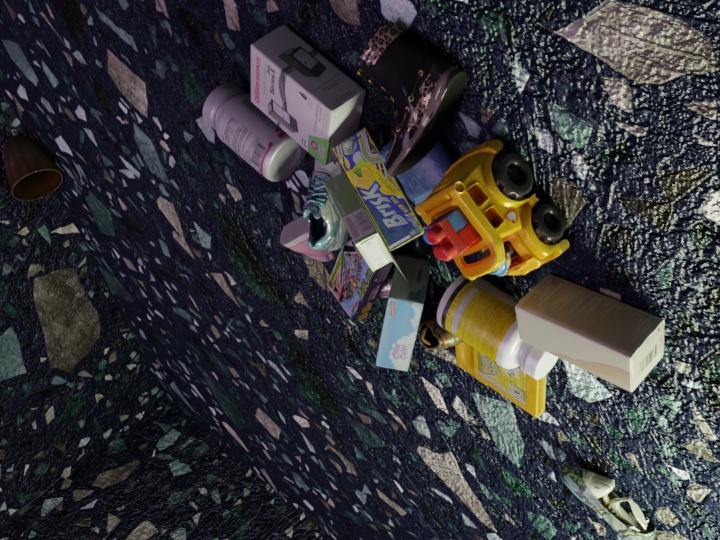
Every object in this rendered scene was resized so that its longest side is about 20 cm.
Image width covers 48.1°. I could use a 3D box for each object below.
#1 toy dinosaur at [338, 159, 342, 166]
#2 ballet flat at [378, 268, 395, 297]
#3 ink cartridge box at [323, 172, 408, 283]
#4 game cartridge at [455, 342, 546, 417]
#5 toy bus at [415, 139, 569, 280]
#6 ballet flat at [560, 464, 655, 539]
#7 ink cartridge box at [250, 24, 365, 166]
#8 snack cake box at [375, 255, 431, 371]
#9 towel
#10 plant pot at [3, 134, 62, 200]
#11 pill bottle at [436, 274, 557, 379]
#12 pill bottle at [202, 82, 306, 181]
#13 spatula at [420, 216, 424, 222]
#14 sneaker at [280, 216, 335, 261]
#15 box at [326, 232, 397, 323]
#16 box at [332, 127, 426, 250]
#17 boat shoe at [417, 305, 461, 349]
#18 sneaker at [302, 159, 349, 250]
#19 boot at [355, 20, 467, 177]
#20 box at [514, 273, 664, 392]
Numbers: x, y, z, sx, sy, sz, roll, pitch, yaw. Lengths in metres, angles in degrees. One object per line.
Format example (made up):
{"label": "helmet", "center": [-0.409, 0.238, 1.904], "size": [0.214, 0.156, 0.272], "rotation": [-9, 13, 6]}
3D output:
{"label": "toy dinosaur", "center": [0.035, -0.136, 1.459], "size": [0.200, 0.060, 0.106], "rotation": [55, 170, -33]}
{"label": "ballet flat", "center": [0.040, 0.028, 1.630], "size": [0.200, 0.062, 0.067], "rotation": [16, 138, 48]}
{"label": "ink cartridge box", "center": [0.012, -0.061, 1.402], "size": [0.146, 0.048, 0.200], "rotation": [62, -178, 31]}
{"label": "game cartridge", "center": [0.257, 0.167, 1.506], "size": [0.200, 0.032, 0.176], "rotation": [30, 147, 34]}
{"label": "toy bus", "center": [0.176, -0.056, 1.160], "size": [0.200, 0.192, 0.136], "rotation": [52, 144, -7]}
{"label": "ballet flat", "center": [0.463, 0.424, 1.492], "size": [0.200, 0.074, 0.074], "rotation": [43, 153, 10]}
{"label": "ink cartridge box", "center": [-0.096, -0.302, 1.396], "size": [0.200, 0.084, 0.146], "rotation": [42, 152, 17]}
{"label": "snack cake box", "center": [0.081, 0.084, 1.533], "size": [0.067, 0.115, 0.200], "rotation": [11, 136, 3]}
{"label": "towel", "center": [0.120, -0.136, 1.298], "size": [0.112, 0.049, 0.200], "rotation": [-20, 107, 50]}
{"label": "plant pot", "center": [-1.224, -0.390, 2.959], "size": [0.200, 0.187, 0.187], "rotation": [58, 156, 15]}
{"label": "pill bottle", "center": [0.236, 0.096, 1.358], "size": [0.200, 0.111, 0.111], "rotation": [33, 149, 31]}
{"label": "pill bottle", "center": [-0.208, -0.274, 1.575], "size": [0.200, 0.113, 0.113], "rotation": [41, 152, 20]}
{"label": "spatula", "center": [0.103, -0.090, 1.404], "size": [0.200, 0.021, 0.057], "rotation": [-4, 122, 40]}
{"label": "sneaker", "center": [-0.066, -0.077, 1.664], "size": [0.105, 0.075, 0.200], "rotation": [31, 146, -35]}
{"label": "box", "center": [0.000, 0.000, 1.581], "size": [0.110, 0.035, 0.200], "rotation": [53, 142, 27]}
{"label": "box", "center": [0.034, -0.136, 1.360], "size": [0.200, 0.070, 0.064], "rotation": [60, -169, 0]}
{"label": "boat shoe", "center": [0.140, 0.111, 1.532], "size": [0.072, 0.068, 0.200], "rotation": [66, 167, -1]}
{"label": "sneaker", "center": [-0.066, -0.131, 1.511], "size": [0.078, 0.086, 0.200], "rotation": [8, 106, 40]}
{"label": "boot", "center": [0.056, -0.254, 1.201], "size": [0.151, 0.073, 0.200], "rotation": [45, 134, 16]}
{"label": "box", "center": [0.341, 0.088, 1.209], "size": [0.200, 0.095, 0.078], "rotation": [27, 146, 41]}
